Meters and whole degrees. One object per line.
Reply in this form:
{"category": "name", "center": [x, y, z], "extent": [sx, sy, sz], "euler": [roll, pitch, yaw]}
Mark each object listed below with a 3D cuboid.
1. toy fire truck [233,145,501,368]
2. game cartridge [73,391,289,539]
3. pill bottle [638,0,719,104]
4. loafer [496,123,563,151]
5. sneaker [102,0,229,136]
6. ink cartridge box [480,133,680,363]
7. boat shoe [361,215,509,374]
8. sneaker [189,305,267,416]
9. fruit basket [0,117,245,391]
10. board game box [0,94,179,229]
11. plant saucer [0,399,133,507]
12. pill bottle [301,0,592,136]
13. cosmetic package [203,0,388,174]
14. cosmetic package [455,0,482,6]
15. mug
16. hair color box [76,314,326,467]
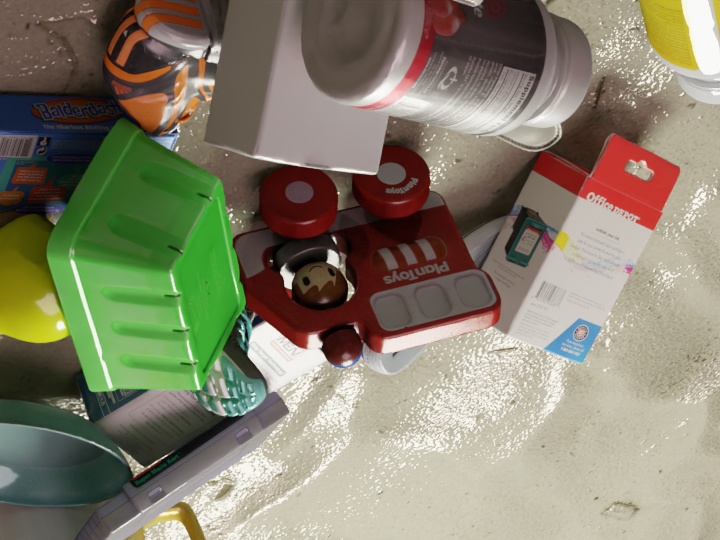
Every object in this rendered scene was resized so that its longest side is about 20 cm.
{"category": "toy fire truck", "center": [0.000, 0.000, 1.675], "extent": [0.199, 0.168, 0.112], "euler": [-14, 142, -15]}
{"category": "game cartridge", "center": [-0.161, 0.182, 1.796], "extent": [0.200, 0.038, 0.130], "euler": [-33, 168, -26]}
{"category": "pill bottle", "center": [0.278, -0.224, 1.609], "extent": [0.112, 0.112, 0.200], "euler": [-25, 144, 0]}
{"category": "loafer", "center": [0.109, -0.142, 1.647], "extent": [0.070, 0.070, 0.200], "euler": [-39, 141, 18]}
{"category": "sneaker", "center": [-0.105, -0.152, 1.522], "extent": [0.199, 0.078, 0.112], "euler": [12, 138, -32]}
{"category": "ink cartridge box", "center": [0.190, -0.029, 1.801], "extent": [0.116, 0.067, 0.200], "euler": [21, 99, -45]}
{"category": "boat shoe", "center": [0.066, 0.009, 1.812], "extent": [0.200, 0.067, 0.074], "euler": [-38, 135, -20]}
{"category": "sneaker", "center": [-0.120, 0.049, 1.664], "extent": [0.091, 0.200, 0.078], "euler": [-25, 126, -23]}
{"category": "fruit basket", "center": [-0.206, -0.004, 1.533], "extent": [0.215, 0.156, 0.216], "euler": [18, 147, 12]}
{"category": "board game box", "center": [-0.244, -0.050, 1.577], "extent": [0.152, 0.045, 0.200], "euler": [-1, 136, -30]}
{"category": "plant saucer", "center": [-0.296, 0.156, 1.757], "extent": [0.199, 0.036, 0.200], "euler": [3, 153, 1]}
{"category": "pill bottle", "center": [0.065, -0.154, 1.395], "extent": [0.200, 0.111, 0.111], "euler": [9, 132, -42]}
{"category": "cosmetic package", "center": [-0.032, -0.175, 1.437], "extent": [0.113, 0.081, 0.201], "euler": [8, 99, -36]}
{"category": "cosmetic package", "center": [0.045, -0.282, 1.329], "extent": [0.071, 0.200, 0.105], "euler": [11, 130, -38]}
{"category": "mug", "center": [-0.245, 0.269, 1.876], "extent": [0.186, 0.153, 0.150], "euler": [-26, 143, 0]}
{"category": "hair color box", "center": [-0.140, 0.086, 1.790], "extent": [0.200, 0.061, 0.100], "euler": [-30, 144, 8]}
